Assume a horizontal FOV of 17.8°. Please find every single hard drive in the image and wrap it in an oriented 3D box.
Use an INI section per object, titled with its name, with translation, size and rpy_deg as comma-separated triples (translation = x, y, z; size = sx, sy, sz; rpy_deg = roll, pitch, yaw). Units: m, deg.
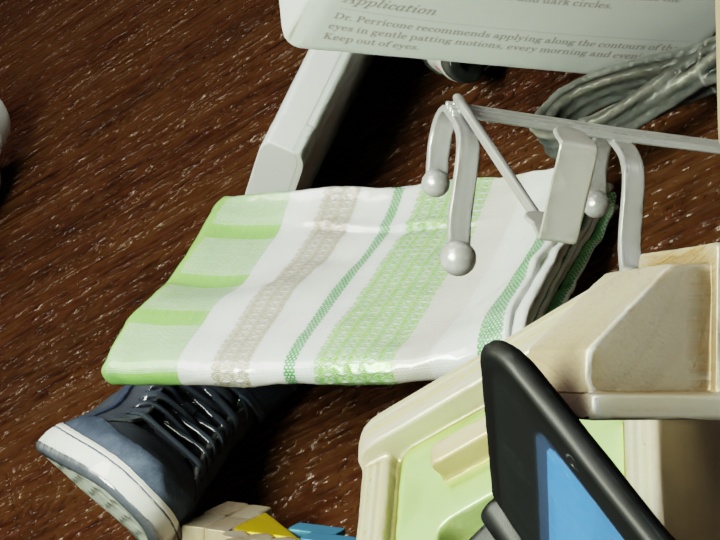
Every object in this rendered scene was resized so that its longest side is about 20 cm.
[hard drive]
translation = -0.017, -0.100, 1.221
size = 0.132, 0.026, 0.200
rpy_deg = 113, -178, -56

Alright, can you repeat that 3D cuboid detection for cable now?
[cable]
translation = 0.159, -0.099, 0.977
size = 0.200, 0.050, 0.097
rpy_deg = -4, 48, 39

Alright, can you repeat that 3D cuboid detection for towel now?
[towel]
translation = 0.000, 0.000, 1.005
size = 0.200, 0.031, 0.149
rpy_deg = -3, 30, 25

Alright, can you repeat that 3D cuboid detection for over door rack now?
[over door rack]
translation = 0.110, -0.018, 0.829
size = 0.200, 0.148, 0.067
rpy_deg = -142, 59, -77

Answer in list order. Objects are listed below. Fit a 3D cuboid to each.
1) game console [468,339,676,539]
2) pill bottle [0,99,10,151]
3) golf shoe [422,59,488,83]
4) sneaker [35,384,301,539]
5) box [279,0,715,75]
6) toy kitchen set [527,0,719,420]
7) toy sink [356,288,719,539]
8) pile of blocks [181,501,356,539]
[game console]
translation = 0.058, 0.149, 0.599
size = 0.176, 0.116, 0.200
rpy_deg = -46, 61, 18
[pill bottle]
translation = -0.312, -0.042, 1.551
size = 0.113, 0.113, 0.200
rpy_deg = -21, 36, 41
[golf shoe]
translation = 0.105, -0.174, 1.170
size = 0.200, 0.073, 0.092
rpy_deg = -48, 29, 18
[sneaker]
translation = -0.073, 0.053, 1.054
size = 0.146, 0.077, 0.202
rpy_deg = -46, 5, -4
[box]
translation = 0.073, -0.214, 1.005
size = 0.171, 0.199, 0.200
rpy_deg = 124, 145, -55
[toy kitchen set]
translation = 0.127, -0.049, 0.626
size = 0.200, 0.163, 0.181
rpy_deg = 170, 99, -79
[toy sink]
translation = 0.076, 0.089, 0.783
size = 0.130, 0.112, 0.200
rpy_deg = -31, 30, 28
[pile of blocks]
translation = -0.021, 0.146, 0.927
size = 0.200, 0.082, 0.062
rpy_deg = -148, 58, -73
